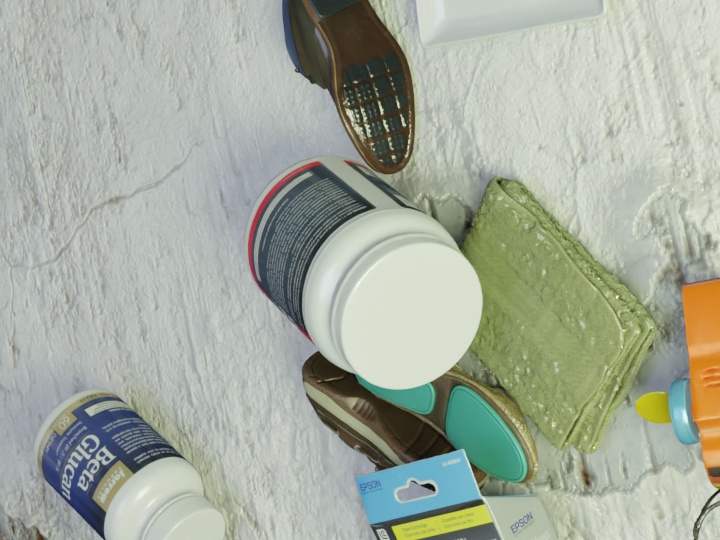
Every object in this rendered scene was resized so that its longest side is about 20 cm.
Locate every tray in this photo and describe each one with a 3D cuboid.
[{"bbox_3d":[0.118,-0.240,1.562,0.199,0.022,0.108,-3,93,47],"label":"tray"}]

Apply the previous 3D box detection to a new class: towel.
[{"bbox_3d":[0.145,0.035,1.570,0.200,0.036,0.149,47,128,30],"label":"towel"}]

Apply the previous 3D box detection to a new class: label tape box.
[{"bbox_3d":[0.095,0.237,1.604,0.143,0.066,0.201,-21,93,47],"label":"label tape box"}]

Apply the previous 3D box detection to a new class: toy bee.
[{"bbox_3d":[0.260,0.113,1.424,0.130,0.109,0.201,12,75,31],"label":"toy bee"}]

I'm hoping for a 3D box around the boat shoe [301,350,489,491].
[{"bbox_3d":[0.033,0.141,1.692,0.202,0.075,0.075,37,145,35],"label":"boat shoe"}]

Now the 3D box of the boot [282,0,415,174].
[{"bbox_3d":[-0.011,-0.177,1.694,0.097,0.074,0.201,-2,107,72],"label":"boot"}]

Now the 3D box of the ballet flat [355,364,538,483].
[{"bbox_3d":[0.083,0.105,1.623,0.200,0.065,0.071,35,126,32],"label":"ballet flat"}]

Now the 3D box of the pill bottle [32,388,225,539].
[{"bbox_3d":[-0.223,0.211,1.930,0.200,0.111,0.112,37,121,36],"label":"pill bottle"}]

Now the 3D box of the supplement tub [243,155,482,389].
[{"bbox_3d":[0.000,0.000,1.603,0.200,0.140,0.141,42,127,57],"label":"supplement tub"}]
